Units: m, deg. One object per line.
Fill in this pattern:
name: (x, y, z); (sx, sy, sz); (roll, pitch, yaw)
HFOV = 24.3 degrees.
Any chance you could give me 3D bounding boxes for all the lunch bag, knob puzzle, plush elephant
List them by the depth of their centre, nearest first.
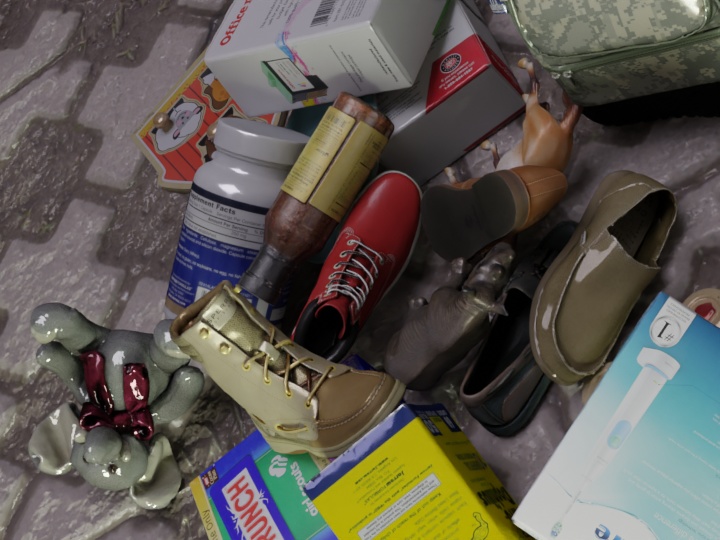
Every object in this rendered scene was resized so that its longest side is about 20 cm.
lunch bag: (0.218, -0.238, 1.362); (0.200, 0.168, 0.140); (-7, 57, 32)
plush elephant: (-0.233, 0.136, 1.580); (0.164, 0.200, 0.155); (9, 70, 4)
knob puzzle: (-0.155, -0.168, 1.808); (0.219, 0.030, 0.220); (-19, 54, 27)

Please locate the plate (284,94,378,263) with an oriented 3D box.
plate: (-0.040, -0.107, 1.619); (0.200, 0.026, 0.201); (-21, 66, 59)

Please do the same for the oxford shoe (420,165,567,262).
oxford shoe: (0.113, -0.051, 1.438); (0.200, 0.071, 0.072); (-12, 96, 65)

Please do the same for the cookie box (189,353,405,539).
cookie box: (-0.035, 0.201, 1.455); (0.200, 0.075, 0.171); (-39, 46, 11)

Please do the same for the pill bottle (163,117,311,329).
pill bottle: (-0.111, -0.038, 1.588); (0.116, 0.116, 0.201); (26, 105, 44)

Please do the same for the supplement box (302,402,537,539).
supplement box: (0.068, 0.212, 1.291); (0.109, 0.109, 0.200); (-40, 76, 11)

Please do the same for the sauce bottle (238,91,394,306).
sauce bottle: (-0.044, -0.063, 1.513); (0.066, 0.066, 0.200); (34, 91, 44)

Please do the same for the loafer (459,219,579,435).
loafer: (0.146, 0.041, 1.425); (0.072, 0.063, 0.200); (13, 72, 43)

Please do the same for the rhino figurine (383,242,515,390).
rhino figurine: (0.081, 0.038, 1.411); (0.200, 0.060, 0.088); (-48, 11, 50)

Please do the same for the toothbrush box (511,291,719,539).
toothbrush box: (0.223, 0.141, 1.223); (0.146, 0.085, 0.200); (32, 84, 9)

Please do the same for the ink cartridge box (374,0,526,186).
ink cartridge box: (0.056, -0.203, 1.630); (0.144, 0.084, 0.200); (-35, 49, 16)

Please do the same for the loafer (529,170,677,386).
loafer: (0.203, 0.001, 1.389); (0.067, 0.076, 0.200); (-9, 55, 62)

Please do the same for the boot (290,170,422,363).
boot: (0.000, 0.000, 1.472); (0.072, 0.144, 0.200); (27, 86, 0)

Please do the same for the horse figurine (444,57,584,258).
horse figurine: (0.144, -0.101, 1.489); (0.200, 0.050, 0.133); (-53, 36, 27)

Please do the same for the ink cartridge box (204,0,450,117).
ink cartridge box: (-0.029, -0.234, 1.577); (0.200, 0.084, 0.145); (-7, 45, 36)

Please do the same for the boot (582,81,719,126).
boot: (0.288, -0.220, 1.468); (0.200, 0.076, 0.169); (-4, 65, 43)

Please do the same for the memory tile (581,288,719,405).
memory tile: (0.268, 0.118, 1.318); (0.153, 0.017, 0.200); (-38, 47, 13)

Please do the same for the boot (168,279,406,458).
boot: (-0.064, 0.076, 1.360); (0.073, 0.156, 0.200); (-50, 19, -25)
